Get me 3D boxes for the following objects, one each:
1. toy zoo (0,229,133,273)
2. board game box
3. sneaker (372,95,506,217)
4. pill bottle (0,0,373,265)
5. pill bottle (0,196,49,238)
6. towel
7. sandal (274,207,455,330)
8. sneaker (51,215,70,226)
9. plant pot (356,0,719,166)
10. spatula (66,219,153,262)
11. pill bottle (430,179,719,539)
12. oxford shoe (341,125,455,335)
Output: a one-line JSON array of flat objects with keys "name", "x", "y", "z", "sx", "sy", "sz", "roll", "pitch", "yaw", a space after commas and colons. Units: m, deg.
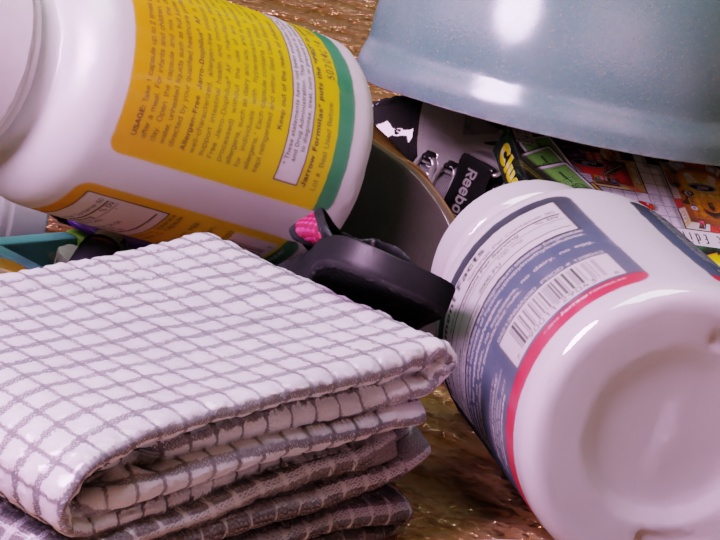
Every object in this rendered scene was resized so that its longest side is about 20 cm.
[{"name": "toy zoo", "x": -0.127, "y": 0.017, "z": 1.247, "sx": 0.131, "sy": 0.021, "sz": 0.199, "roll": 26, "pitch": 20, "yaw": 34}, {"name": "board game box", "x": 0.165, "y": -0.014, "z": 1.344, "sx": 0.199, "sy": 0.024, "sz": 0.105, "roll": 7, "pitch": 46, "yaw": -25}, {"name": "sneaker", "x": 0.070, "y": -0.035, "z": 1.386, "sx": 0.199, "sy": 0.075, "sz": 0.089, "roll": 11, "pitch": 22, "yaw": 10}, {"name": "pill bottle", "x": -0.102, "y": -0.073, "z": 1.228, "sx": 0.199, "sy": 0.113, "sz": 0.113, "roll": 15, "pitch": 7, "yaw": -37}, {"name": "pill bottle", "x": -0.249, "y": -0.043, "z": 1.319, "sx": 0.199, "sy": 0.105, "sz": 0.104, "roll": 7, "pitch": 15, "yaw": -19}, {"name": "towel", "x": -0.087, "y": 0.058, "z": 1.073, "sx": 0.199, "sy": 0.086, "sz": 0.165, "roll": -14, "pitch": 27, "yaw": -42}, {"name": "sandal", "x": 0.000, "y": 0.000, "z": 1.184, "sx": 0.075, "sy": 0.045, "sz": 0.200, "roll": 22, "pitch": -11, "yaw": -12}, {"name": "sneaker", "x": -0.148, "y": -0.065, "z": 1.493, "sx": 0.087, "sy": 0.074, "sz": 0.200, "roll": 4, "pitch": 15, "yaw": 10}, {"name": "plant pot", "x": 0.107, "y": -0.140, "z": 1.377, "sx": 0.199, "sy": 0.135, "sz": 0.200, "roll": 12, "pitch": 9, "yaw": -2}, {"name": "spatula", "x": -0.115, "y": -0.011, "z": 1.272, "sx": 0.056, "sy": 0.021, "sz": 0.200, "roll": 17, "pitch": 17, "yaw": 1}, {"name": "pill bottle", "x": 0.096, "y": 0.033, "z": 1.143, "sx": 0.119, "sy": 0.120, "sz": 0.200, "roll": 0, "pitch": 18, "yaw": -13}, {"name": "oxford shoe", "x": 0.018, "y": -0.023, "z": 1.334, "sx": 0.071, "sy": 0.071, "sz": 0.200, "roll": 15, "pitch": 31, "yaw": -47}]
